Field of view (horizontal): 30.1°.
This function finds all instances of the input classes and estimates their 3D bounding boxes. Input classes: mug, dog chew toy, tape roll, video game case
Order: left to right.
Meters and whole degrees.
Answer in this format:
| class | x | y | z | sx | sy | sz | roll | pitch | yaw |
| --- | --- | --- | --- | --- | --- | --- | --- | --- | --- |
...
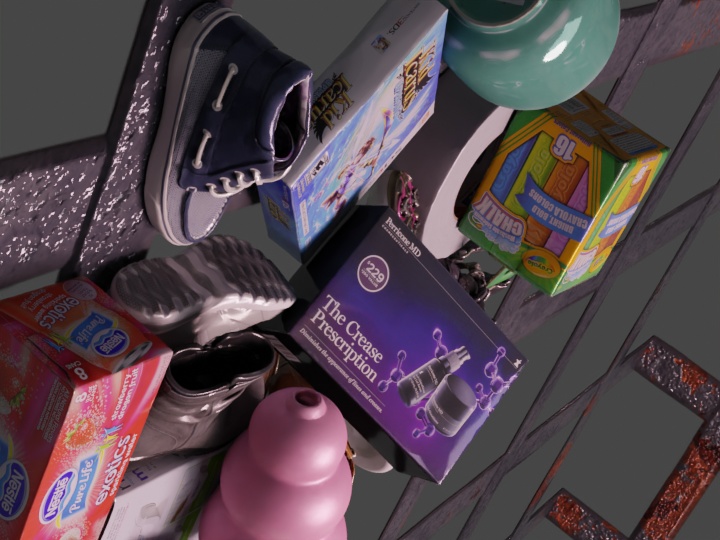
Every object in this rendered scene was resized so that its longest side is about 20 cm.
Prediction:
| class | x | y | z | sx | sy | sz | roll | pitch | yaw |
| --- | --- | --- | --- | --- | --- | --- | --- | --- | --- |
| dog chew toy | -0.061 | 0.178 | 1.074 | 0.124 | 0.124 | 0.202 | -31 | 145 | -47 |
| video game case | -0.007 | -0.110 | 1.057 | 0.182 | 0.045 | 0.200 | -51 | 170 | -12 |
| tape roll | 0.099 | -0.111 | 1.313 | 0.200 | 0.066 | 0.201 | -46 | 158 | -24 |
| mug | 0.117 | -0.231 | 1.074 | 0.151 | 0.186 | 0.114 | -32 | 161 | 14 |

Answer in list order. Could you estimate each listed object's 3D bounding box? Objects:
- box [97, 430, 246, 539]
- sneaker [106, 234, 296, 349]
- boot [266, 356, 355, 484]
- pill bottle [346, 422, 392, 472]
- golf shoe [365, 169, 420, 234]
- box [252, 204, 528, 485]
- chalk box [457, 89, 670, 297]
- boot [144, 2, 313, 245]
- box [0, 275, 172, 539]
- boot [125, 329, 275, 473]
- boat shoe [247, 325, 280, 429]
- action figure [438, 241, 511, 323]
| class | x | y | z | sx | sy | sz | roll | pitch | yaw |
| --- | --- | --- | --- | --- | --- | --- | --- | --- | --- |
| box | -0.205 | 0.208 | 1.096 | 0.176 | 0.096 | 0.201 | -20 | 141 | -56 |
| sneaker | -0.131 | 0.027 | 1.034 | 0.199 | 0.075 | 0.082 | -7 | 142 | -52 |
| boot | -0.037 | 0.171 | 1.233 | 0.076 | 0.156 | 0.202 | -17 | 127 | -13 |
| pill bottle | 0.053 | 0.119 | 1.500 | 0.200 | 0.119 | 0.120 | -41 | 157 | -33 |
| golf shoe | 0.000 | 0.000 | 1.240 | 0.073 | 0.091 | 0.202 | -41 | 144 | -64 |
| box | 0.029 | 0.062 | 1.148 | 0.142 | 0.200 | 0.079 | -52 | -156 | -19 |
| chalk box | 0.189 | -0.061 | 1.319 | 0.124 | 0.123 | 0.202 | -22 | 142 | -55 |
| boot | -0.089 | -0.075 | 0.909 | 0.073 | 0.090 | 0.201 | -37 | 154 | -37 |
| box | -0.220 | 0.117 | 0.917 | 0.099 | 0.095 | 0.202 | -20 | 141 | -55 |
| boot | -0.105 | 0.088 | 1.014 | 0.131 | 0.070 | 0.199 | -37 | 173 | 32 |
| boat shoe | -0.120 | 0.123 | 1.190 | 0.072 | 0.075 | 0.201 | -21 | 143 | -59 |
| action figure | 0.096 | 0.029 | 1.425 | 0.101 | 0.120 | 0.200 | -25 | -171 | 23 |
